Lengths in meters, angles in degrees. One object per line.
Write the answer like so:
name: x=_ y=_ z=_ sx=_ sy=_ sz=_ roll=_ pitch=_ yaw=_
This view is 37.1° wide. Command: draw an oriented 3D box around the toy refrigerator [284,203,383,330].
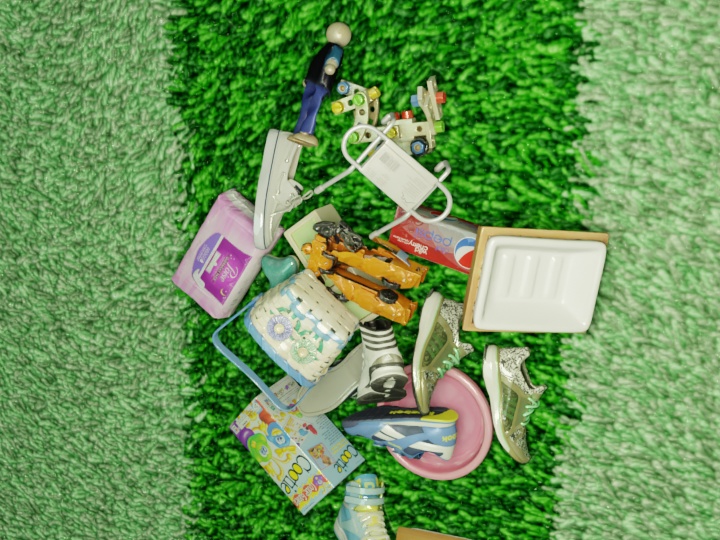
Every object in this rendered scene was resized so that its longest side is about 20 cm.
toy refrigerator: x=-0.035 y=-0.002 z=1.760 sx=0.076 sy=0.070 sz=0.200 roll=-34 pitch=88 yaw=28

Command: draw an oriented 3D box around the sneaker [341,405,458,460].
sneaker: x=0.062 y=0.264 z=1.722 sx=0.200 sy=0.074 sz=0.082 roll=0 pitch=105 yaw=27

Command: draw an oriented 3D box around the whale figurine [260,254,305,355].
whale figurine: x=-0.122 y=0.073 z=1.782 sx=0.159 sy=0.104 sz=0.200 roll=5 pitch=120 yaw=38

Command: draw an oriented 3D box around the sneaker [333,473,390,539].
sneaker: x=0.015 y=0.417 z=1.793 sx=0.200 sy=0.080 sz=0.131 roll=35 pitch=117 yaw=60

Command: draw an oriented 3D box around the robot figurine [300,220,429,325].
robot figurine: x=0.000 y=0.000 z=1.671 sx=0.200 sy=0.058 sz=0.145 roll=26 pitch=123 yaw=15

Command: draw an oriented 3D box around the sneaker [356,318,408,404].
sneaker: x=0.032 y=0.140 z=1.682 sx=0.076 sy=0.201 sz=0.115 roll=-3 pitch=70 yaw=-10

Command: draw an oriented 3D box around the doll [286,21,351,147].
doll: x=-0.064 y=-0.295 z=1.680 sx=0.048 sy=0.136 sz=0.200 roll=19 pitch=89 yaw=-18

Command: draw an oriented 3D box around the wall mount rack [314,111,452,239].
wall mount rack: x=0.034 y=-0.132 z=1.604 sx=0.200 sy=0.075 sz=0.174 roll=39 pitch=105 yaw=-18

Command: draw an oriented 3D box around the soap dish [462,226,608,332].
soap dish: x=0.249 y=0.010 z=1.562 sx=0.200 sy=0.081 sz=0.157 roll=2 pitch=110 yaw=-17

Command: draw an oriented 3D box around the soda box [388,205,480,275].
soda box: x=0.148 y=-0.042 z=1.663 sx=0.200 sy=0.063 sz=0.070 roll=21 pitch=109 yaw=21

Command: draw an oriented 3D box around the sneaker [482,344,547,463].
sneaker: x=0.250 y=0.206 z=1.675 sx=0.089 sy=0.077 sz=0.200 roll=-12 pitch=100 yaw=20

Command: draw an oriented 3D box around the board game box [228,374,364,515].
board game box: x=-0.110 y=0.298 z=1.847 sx=0.200 sy=0.105 sz=0.103 roll=48 pitch=127 yaw=8

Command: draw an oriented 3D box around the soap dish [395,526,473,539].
soap dish: x=0.130 y=0.544 z=1.811 sx=0.157 sy=0.081 sz=0.200 roll=6 pitch=106 yaw=25

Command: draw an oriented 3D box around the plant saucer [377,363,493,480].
plant saucer: x=0.126 y=0.241 z=1.754 sx=0.200 sy=0.051 sz=0.201 roll=6 pitch=106 yaw=24

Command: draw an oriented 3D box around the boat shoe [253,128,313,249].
boat shoe: x=-0.121 y=-0.129 z=1.750 sx=0.086 sy=0.075 sz=0.202 roll=8 pitch=77 yaw=3

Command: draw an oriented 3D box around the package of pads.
package of pads: x=-0.228 y=-0.027 z=1.844 sx=0.120 sy=0.076 sz=0.200 roll=40 pitch=117 yaw=12

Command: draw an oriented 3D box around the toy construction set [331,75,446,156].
toy construction set: x=0.054 y=-0.238 z=1.651 sx=0.200 sy=0.092 sz=0.131 roll=0 pitch=103 yaw=37

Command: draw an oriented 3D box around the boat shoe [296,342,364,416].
boat shoe: x=-0.024 y=0.179 z=1.801 sx=0.200 sy=0.062 sz=0.075 roll=-43 pitch=68 yaw=22

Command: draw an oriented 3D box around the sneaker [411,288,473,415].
sneaker: x=0.129 y=0.129 z=1.670 sx=0.089 sy=0.077 sz=0.200 roll=8 pitch=75 yaw=9

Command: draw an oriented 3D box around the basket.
basket: x=-0.118 y=0.107 z=1.678 sx=0.176 sy=0.139 sz=0.200 roll=43 pitch=121 yaw=-3
